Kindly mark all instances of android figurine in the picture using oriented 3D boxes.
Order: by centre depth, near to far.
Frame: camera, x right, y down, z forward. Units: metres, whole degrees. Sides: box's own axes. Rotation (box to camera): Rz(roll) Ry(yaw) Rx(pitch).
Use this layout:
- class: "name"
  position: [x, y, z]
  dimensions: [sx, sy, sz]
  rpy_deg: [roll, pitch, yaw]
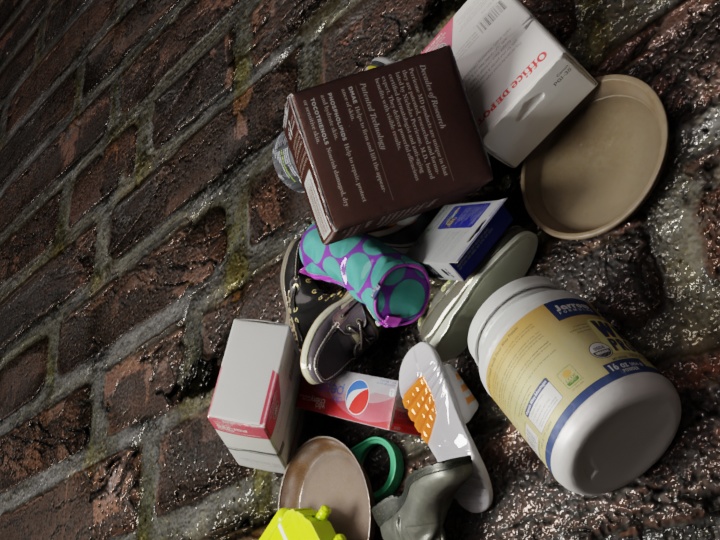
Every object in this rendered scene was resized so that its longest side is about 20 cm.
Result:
- class: "android figurine"
  position: [-0.078, 0.390, 1.192]
  dimensions: [0.182, 0.041, 0.201]
  rpy_deg: [52, 123, 43]

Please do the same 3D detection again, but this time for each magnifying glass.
- class: "magnifying glass"
  position: [-0.016, 0.262, 1.244]
  dimensions: [0.199, 0.022, 0.080]
  rpy_deg: [-6, 69, 47]

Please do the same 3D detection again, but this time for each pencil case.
- class: "pencil case"
  position: [0.000, 0.000, 1.193]
  dimensions: [0.200, 0.085, 0.093]
  rpy_deg: [33, 94, 51]

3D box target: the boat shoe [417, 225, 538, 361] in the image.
- class: "boat shoe"
  position: [0.137, 0.020, 1.129]
  dimensions: [0.202, 0.072, 0.060]
  rpy_deg: [-55, 45, 23]

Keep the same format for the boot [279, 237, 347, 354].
- class: "boot"
  position: [-0.049, 0.040, 1.340]
  dimensions: [0.150, 0.073, 0.202]
  rpy_deg: [-14, 67, 47]

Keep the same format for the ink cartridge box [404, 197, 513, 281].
- class: "ink cartridge box"
  position: [0.121, -0.036, 1.123]
  dimensions: [0.100, 0.039, 0.200]
  rpy_deg: [-50, 12, -8]

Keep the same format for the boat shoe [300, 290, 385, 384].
- class: "boat shoe"
  position: [-0.004, 0.072, 1.223]
  dimensions: [0.064, 0.072, 0.200]
  rpy_deg: [1, 37, 42]

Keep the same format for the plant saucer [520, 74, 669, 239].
- class: "plant saucer"
  position: [0.272, -0.128, 1.071]
  dimensions: [0.199, 0.029, 0.202]
  rpy_deg: [-24, 56, 43]

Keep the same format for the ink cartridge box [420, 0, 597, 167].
- class: "ink cartridge box"
  position: [0.175, -0.246, 1.145]
  dimensions: [0.147, 0.083, 0.201]
  rpy_deg: [-46, 44, 20]

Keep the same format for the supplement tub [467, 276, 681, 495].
- class: "supplement tub"
  position: [0.209, 0.110, 0.941]
  dimensions: [0.145, 0.144, 0.200]
  rpy_deg: [-55, 40, 16]

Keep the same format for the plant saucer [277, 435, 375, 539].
- class: "plant saucer"
  position: [-0.041, 0.320, 1.216]
  dimensions: [0.199, 0.032, 0.202]
  rpy_deg: [-12, 74, 49]

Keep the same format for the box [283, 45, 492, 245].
- class: "box"
  position: [0.026, -0.143, 1.111]
  dimensions: [0.166, 0.199, 0.165]
  rpy_deg: [148, 103, -82]

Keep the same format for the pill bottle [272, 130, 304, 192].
- class: "pill bottle"
  position: [-0.036, -0.191, 1.406]
  dimensions: [0.199, 0.106, 0.107]
  rpy_deg: [-14, 63, 46]

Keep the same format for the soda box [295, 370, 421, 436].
- class: "soda box"
  position: [0.001, 0.169, 1.222]
  dimensions: [0.199, 0.070, 0.064]
  rpy_deg: [2, 78, 51]

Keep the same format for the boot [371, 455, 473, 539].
- class: "boot"
  position: [0.088, 0.298, 1.043]
  dimensions: [0.200, 0.067, 0.131]
  rpy_deg: [-54, 48, 48]

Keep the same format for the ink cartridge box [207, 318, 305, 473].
- class: "ink cartridge box"
  position: [-0.132, 0.175, 1.262]
  dimensions: [0.084, 0.200, 0.147]
  rpy_deg: [7, 62, 11]

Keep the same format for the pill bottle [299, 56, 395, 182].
- class: "pill bottle"
  position: [0.007, -0.179, 1.256]
  dimensions: [0.201, 0.112, 0.112]
  rpy_deg: [-54, 38, -3]

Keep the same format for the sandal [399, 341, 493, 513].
- class: "sandal"
  position: [0.111, 0.184, 1.102]
  dimensions: [0.079, 0.059, 0.208]
  rpy_deg: [-38, 68, 43]

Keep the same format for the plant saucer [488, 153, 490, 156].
- class: "plant saucer"
  position: [0.124, -0.185, 1.269]
  dimensions: [0.199, 0.036, 0.202]
  rpy_deg: [-24, 56, 41]

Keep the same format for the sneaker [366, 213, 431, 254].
- class: "sneaker"
  position: [0.016, -0.068, 1.293]
  dimensions: [0.199, 0.080, 0.078]
  rpy_deg: [-4, 33, 44]
